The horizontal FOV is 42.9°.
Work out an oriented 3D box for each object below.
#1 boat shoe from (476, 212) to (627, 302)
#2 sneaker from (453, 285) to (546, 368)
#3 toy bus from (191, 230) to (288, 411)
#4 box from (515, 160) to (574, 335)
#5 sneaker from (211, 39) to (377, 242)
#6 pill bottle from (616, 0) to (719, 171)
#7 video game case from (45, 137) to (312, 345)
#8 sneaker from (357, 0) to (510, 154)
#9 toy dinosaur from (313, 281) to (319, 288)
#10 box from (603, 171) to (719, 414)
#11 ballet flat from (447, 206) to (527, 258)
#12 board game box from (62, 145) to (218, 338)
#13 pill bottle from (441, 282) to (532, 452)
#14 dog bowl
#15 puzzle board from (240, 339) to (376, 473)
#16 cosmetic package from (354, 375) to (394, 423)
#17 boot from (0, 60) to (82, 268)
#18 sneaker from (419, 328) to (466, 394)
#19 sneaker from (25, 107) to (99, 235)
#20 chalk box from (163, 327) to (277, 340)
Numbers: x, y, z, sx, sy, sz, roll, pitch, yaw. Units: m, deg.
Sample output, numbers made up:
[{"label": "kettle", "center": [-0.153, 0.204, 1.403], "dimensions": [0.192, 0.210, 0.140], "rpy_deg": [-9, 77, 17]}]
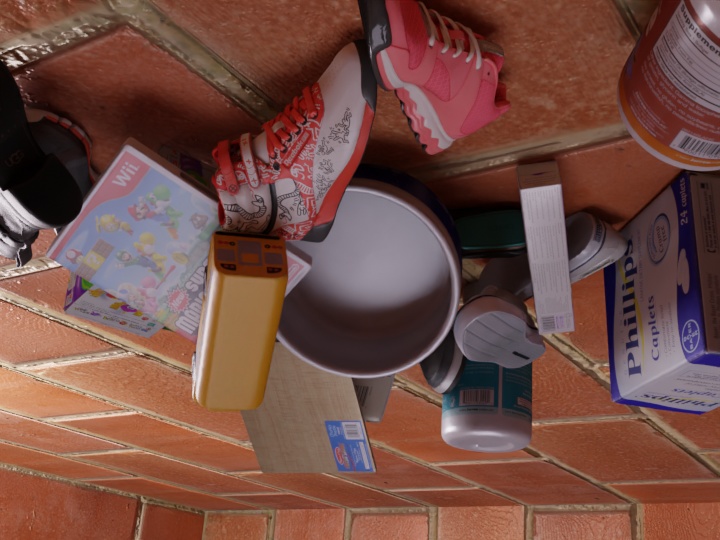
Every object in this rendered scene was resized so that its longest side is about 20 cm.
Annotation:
[{"label": "boat shoe", "center": [0.212, -0.002, 1.021], "dimensions": [0.070, 0.071, 0.200], "rpy_deg": [19, 147, -26]}, {"label": "sneaker", "center": [0.135, 0.052, 0.950], "dimensions": [0.073, 0.071, 0.200], "rpy_deg": [-32, 155, 11]}, {"label": "toy bus", "center": [-0.111, 0.057, 0.822], "dimensions": [0.065, 0.078, 0.200], "rpy_deg": [4, 129, -14]}, {"label": "box", "center": [0.187, -0.017, 0.915], "dimensions": [0.041, 0.039, 0.200], "rpy_deg": [-9, 131, 10]}, {"label": "sneaker", "center": [-0.060, -0.101, 0.745], "dimensions": [0.108, 0.067, 0.202], "rpy_deg": [4, 137, -18]}, {"label": "pill bottle", "center": [0.245, -0.156, 0.576], "dimensions": [0.112, 0.113, 0.200], "rpy_deg": [5, 157, -2]}, {"label": "video game case", "center": [-0.165, -0.012, 0.841], "dimensions": [0.200, 0.017, 0.143], "rpy_deg": [34, 115, -21]}, {"label": "sneaker", "center": [0.059, -0.162, 0.678], "dimensions": [0.086, 0.074, 0.200], "rpy_deg": [-18, 156, 15]}, {"label": "toy dinosaur", "center": [0.043, -0.003, 1.013], "dimensions": [0.199, 0.089, 0.047], "rpy_deg": [15, 167, -33]}, {"label": "box", "center": [0.332, 0.030, 0.916], "dimensions": [0.104, 0.185, 0.200], "rpy_deg": [6, 157, -7]}, {"label": "ballet flat", "center": [0.087, -0.033, 0.969], "dimensions": [0.199, 0.068, 0.068], "rpy_deg": [4, 166, 2]}, {"label": "board game box", "center": [-0.214, -0.023, 0.956], "dimensions": [0.105, 0.103, 0.200], "rpy_deg": [22, 143, -33]}, {"label": "pill bottle", "center": [0.159, 0.118, 1.143], "dimensions": [0.110, 0.201, 0.111], "rpy_deg": [5, 158, 2]}, {"label": "dog bowl", "center": [0.000, 0.000, 0.897], "dimensions": [0.199, 0.079, 0.201], "rpy_deg": [4, 113, 8]}, {"label": "puzzle board", "center": [-0.071, 0.160, 1.075], "dimensions": [0.150, 0.017, 0.201], "rpy_deg": [-4, 122, 17]}, {"label": "cosmetic package", "center": [-0.034, 0.110, 1.182], "dimensions": [0.105, 0.071, 0.200], "rpy_deg": [10, -160, -19]}, {"label": "boot", "center": [-0.336, -0.094, 0.805], "dimensions": [0.174, 0.069, 0.200], "rpy_deg": [-12, 113, 51]}, {"label": "sneaker", "center": [0.053, 0.060, 1.087], "dimensions": [0.120, 0.200, 0.084], "rpy_deg": [24, 111, -18]}, {"label": "sneaker", "center": [-0.299, -0.084, 0.891], "dimensions": [0.077, 0.082, 0.200], "rpy_deg": [2, 157, 7]}, {"label": "chalk box", "center": [-0.113, 0.026, 1.070], "dimensions": [0.200, 0.125, 0.124], "rpy_deg": [25, 150, -38]}]
